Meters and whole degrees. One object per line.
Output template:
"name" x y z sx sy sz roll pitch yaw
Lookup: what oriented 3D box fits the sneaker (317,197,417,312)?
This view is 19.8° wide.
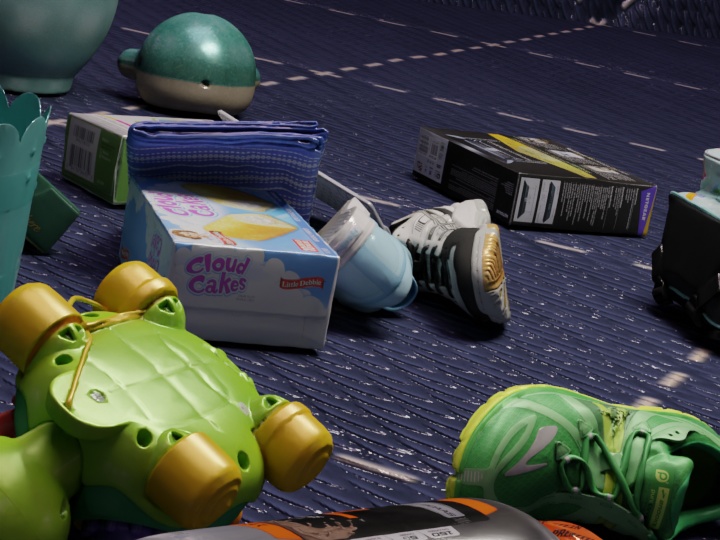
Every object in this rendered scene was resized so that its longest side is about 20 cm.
"sneaker" 0.000 0.000 1.510 0.082 0.074 0.200 45 3 -5

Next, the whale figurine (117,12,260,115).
"whale figurine" -0.182 -0.231 2.224 0.158 0.105 0.200 6 14 -15

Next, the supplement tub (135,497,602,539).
"supplement tub" 0.004 0.146 0.730 0.199 0.123 0.122 -1 17 -41

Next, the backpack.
"backpack" 0.351 -0.015 1.622 0.199 0.154 0.176 13 6 -16

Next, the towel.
"towel" -0.101 -0.065 1.536 0.144 0.024 0.200 1 -19 -5

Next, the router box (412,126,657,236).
"router box" 0.164 -0.087 1.987 0.156 0.053 0.200 4 14 -27

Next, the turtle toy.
"turtle toy" -0.118 0.082 0.949 0.146 0.101 0.200 41 27 20

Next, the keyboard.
"keyboard" -0.049 -0.082 1.763 0.200 0.011 0.056 33 -12 37

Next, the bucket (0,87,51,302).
"bucket" -0.300 -0.051 1.305 0.206 0.136 0.207 10 12 -2

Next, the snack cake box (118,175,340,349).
"snack cake box" -0.096 -0.008 1.429 0.114 0.068 0.200 7 13 -17

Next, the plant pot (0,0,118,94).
"plant pot" -0.353 -0.260 2.153 0.199 0.135 0.200 10 13 -2

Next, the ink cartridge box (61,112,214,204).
"ink cartridge box" -0.144 -0.093 1.767 0.199 0.060 0.104 1 14 -35

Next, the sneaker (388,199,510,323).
"sneaker" 0.063 -0.001 1.549 0.087 0.076 0.200 -7 11 -2

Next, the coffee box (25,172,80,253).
"coffee box" -0.299 -0.088 1.541 0.123 0.044 0.200 47 -10 -36

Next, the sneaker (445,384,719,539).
"sneaker" 0.134 0.105 1.107 0.199 0.075 0.083 2 11 -33
